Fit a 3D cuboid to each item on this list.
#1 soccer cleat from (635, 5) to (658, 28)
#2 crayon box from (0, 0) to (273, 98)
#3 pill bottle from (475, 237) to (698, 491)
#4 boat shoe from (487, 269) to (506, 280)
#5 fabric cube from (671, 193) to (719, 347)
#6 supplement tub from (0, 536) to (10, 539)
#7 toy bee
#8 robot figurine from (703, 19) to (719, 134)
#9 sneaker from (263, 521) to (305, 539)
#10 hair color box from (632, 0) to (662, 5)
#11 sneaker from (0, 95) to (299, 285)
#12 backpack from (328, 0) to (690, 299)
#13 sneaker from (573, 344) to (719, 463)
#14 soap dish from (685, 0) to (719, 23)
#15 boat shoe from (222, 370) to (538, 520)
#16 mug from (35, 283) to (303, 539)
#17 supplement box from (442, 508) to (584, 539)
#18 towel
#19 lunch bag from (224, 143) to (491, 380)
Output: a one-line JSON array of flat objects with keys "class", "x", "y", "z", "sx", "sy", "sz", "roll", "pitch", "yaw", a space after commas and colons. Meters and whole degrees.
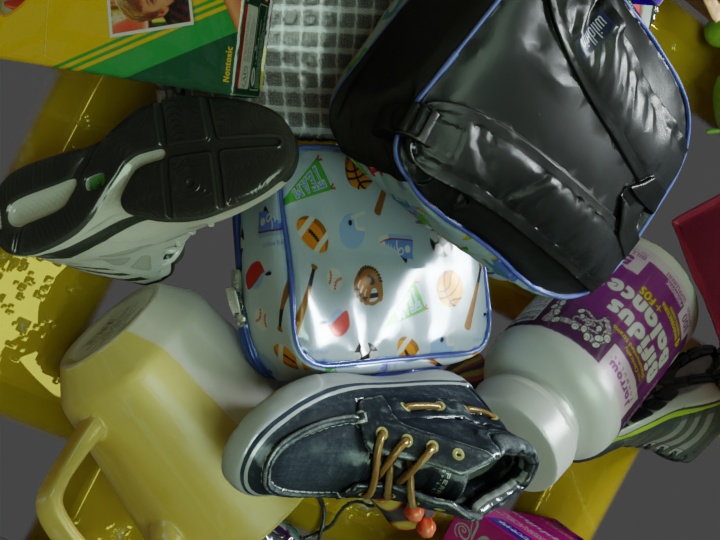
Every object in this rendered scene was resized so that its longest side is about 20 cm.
[{"class": "soccer cleat", "x": 0.183, "y": -0.161, "z": 0.840, "sx": 0.072, "sy": 0.068, "sz": 0.203, "roll": 2, "pitch": 111, "yaw": 3}, {"class": "crayon box", "x": -0.132, "y": -0.212, "z": 0.632, "sx": 0.170, "sy": 0.058, "sz": 0.203, "roll": 10, "pitch": 99, "yaw": 11}, {"class": "pill bottle", "x": 0.162, "y": 0.068, "z": 0.821, "sx": 0.200, "sy": 0.111, "sz": 0.113, "roll": -42, "pitch": 119, "yaw": -36}, {"class": "boat shoe", "x": 0.097, "y": -0.096, "z": 0.802, "sx": 0.090, "sy": 0.071, "sz": 0.203, "roll": 7, "pitch": 101, "yaw": -31}, {"class": "fabric cube", "x": 0.388, "y": 0.038, "z": 0.841, "sx": 0.195, "sy": 0.202, "sz": 0.199, "roll": -28, "pitch": 136, "yaw": 24}, {"class": "supplement tub", "x": -0.274, "y": 0.231, "z": 0.693, "sx": 0.199, "sy": 0.144, "sz": 0.146, "roll": 28, "pitch": 92, "yaw": -27}, {"class": "toy bee", "x": 0.047, "y": 0.155, "z": 0.834, "sx": 0.130, "sy": 0.109, "sz": 0.201, "roll": 30, "pitch": 91, "yaw": -29}, {"class": "robot figurine", "x": 0.362, "y": -0.165, "z": 0.878, "sx": 0.175, "sy": 0.116, "sz": 0.201, "roll": 37, "pitch": 88, "yaw": 0}, {"class": "sneaker", "x": -0.053, "y": 0.251, "z": 0.819, "sx": 0.074, "sy": 0.088, "sz": 0.200, "roll": -42, "pitch": 118, "yaw": 11}, {"class": "hair color box", "x": 0.149, "y": -0.236, "z": 0.719, "sx": 0.065, "sy": 0.200, "sz": 0.110, "roll": 40, "pitch": 87, "yaw": -26}, {"class": "sneaker", "x": -0.118, "y": -0.046, "z": 0.693, "sx": 0.198, "sy": 0.115, "sz": 0.077, "roll": -14, "pitch": 74, "yaw": 16}, {"class": "backpack", "x": 0.095, "y": -0.096, "z": 0.675, "sx": 0.200, "sy": 0.147, "sz": 0.184, "roll": 38, "pitch": 88, "yaw": -34}, {"class": "sneaker", "x": 0.254, "y": 0.132, "z": 0.939, "sx": 0.198, "sy": 0.074, "sz": 0.082, "roll": -15, "pitch": 113, "yaw": -17}, {"class": "soap dish", "x": 0.292, "y": -0.308, "z": 0.823, "sx": 0.199, "sy": 0.081, "sz": 0.158, "roll": -38, "pitch": 110, "yaw": -9}, {"class": "boat shoe", "x": 0.019, "y": 0.110, "z": 0.663, "sx": 0.199, "sy": 0.091, "sz": 0.072, "roll": -6, "pitch": 121, "yaw": -41}, {"class": "mug", "x": -0.117, "y": 0.099, "z": 0.715, "sx": 0.149, "sy": 0.187, "sz": 0.154, "roll": -34, "pitch": 107, "yaw": 9}, {"class": "supplement box", "x": 0.133, "y": 0.255, "z": 0.857, "sx": 0.199, "sy": 0.101, "sz": 0.104, "roll": 25, "pitch": 94, "yaw": -57}, {"class": "towel", "x": -0.035, "y": -0.166, "z": 0.723, "sx": 0.198, "sy": 0.085, "sz": 0.168, "roll": -3, "pitch": 104, "yaw": -23}, {"class": "lunch bag", "x": 0.000, "y": 0.000, "z": 0.744, "sx": 0.198, "sy": 0.075, "sz": 0.163, "roll": -1, "pitch": 83, "yaw": -41}]
